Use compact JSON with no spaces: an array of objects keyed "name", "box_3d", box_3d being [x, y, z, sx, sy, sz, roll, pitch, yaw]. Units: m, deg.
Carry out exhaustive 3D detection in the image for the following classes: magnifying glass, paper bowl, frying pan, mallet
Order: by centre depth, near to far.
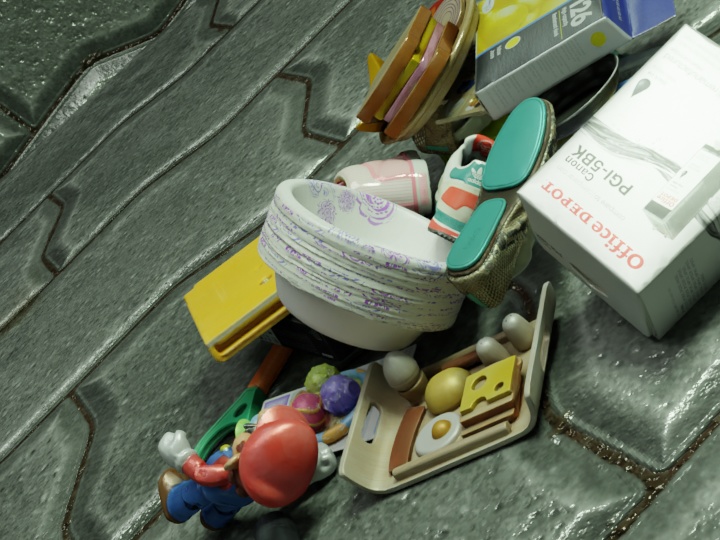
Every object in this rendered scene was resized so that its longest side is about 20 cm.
[{"name":"mallet","box_3d":[-0.122,0.295,1.211,0.200,0.041,0.066,-48,20,-1]},{"name":"paper bowl","box_3d":[0.000,0.000,1.305,0.201,0.198,0.106,-116,45,-66]},{"name":"frying pan","box_3d":[0.193,-0.170,1.343,0.115,0.031,0.190,-39,17,10]},{"name":"magnifying glass","box_3d":[-0.119,0.145,1.485,0.079,0.022,0.201,-15,37,47]}]

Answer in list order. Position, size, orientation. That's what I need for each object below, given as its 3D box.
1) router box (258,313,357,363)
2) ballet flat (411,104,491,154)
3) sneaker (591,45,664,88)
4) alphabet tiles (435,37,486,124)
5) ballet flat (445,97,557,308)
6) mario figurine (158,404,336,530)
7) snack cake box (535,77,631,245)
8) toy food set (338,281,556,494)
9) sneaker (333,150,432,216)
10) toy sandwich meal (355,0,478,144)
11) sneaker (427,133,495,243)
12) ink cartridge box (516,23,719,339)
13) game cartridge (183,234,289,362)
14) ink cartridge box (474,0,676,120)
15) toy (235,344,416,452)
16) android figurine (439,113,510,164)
[{"name":"router box","box_3d":[-0.027,0.020,1.485,0.149,0.051,0.199,-41,22,-19]},{"name":"ballet flat","box_3d":[0.135,-0.194,1.525,0.065,0.071,0.201,24,66,36]},{"name":"sneaker","box_3d":[0.257,-0.200,1.398,0.199,0.074,0.119,-24,35,42]},{"name":"alphabet tiles","box_3d":[0.156,-0.226,1.455,0.165,0.006,0.201,-7,41,47]},{"name":"ballet flat","box_3d":[0.134,-0.054,1.242,0.067,0.075,0.202,-3,53,44]},{"name":"mario figurine","box_3d":[-0.103,0.169,1.286,0.123,0.107,0.199,-24,-6,-43]},{"name":"snack cake box","box_3d":[0.237,-0.111,1.294,0.199,0.067,0.116,-23,29,39]},{"name":"toy food set","box_3d":[0.075,0.096,1.202,0.199,0.060,0.144,-28,26,32]},{"name":"sneaker","box_3d":[0.017,-0.083,1.493,0.103,0.077,0.200,-10,4,-1]},{"name":"toy sandwich meal","box_3d":[0.051,-0.220,1.479,0.206,0.070,0.206,-56,16,25]},{"name":"sneaker","box_3d":[0.114,-0.087,1.370,0.200,0.070,0.094,-61,-6,-72]},{"name":"ink cartridge box","box_3d":[0.245,-0.071,1.115,0.200,0.083,0.147,-45,56,-4]},{"name":"game cartridge","box_3d":[-0.102,0.009,1.502,0.175,0.033,0.200,-37,18,-3]},{"name":"ink cartridge box","box_3d":[0.203,-0.254,1.380,0.199,0.047,0.199,-31,26,23]},{"name":"toy","box_3d":[-0.045,0.129,1.354,0.199,0.047,0.116,-27,29,34]},{"name":"android figurine","box_3d":[0.158,-0.170,1.556,0.181,0.041,0.201,-12,37,50]}]
